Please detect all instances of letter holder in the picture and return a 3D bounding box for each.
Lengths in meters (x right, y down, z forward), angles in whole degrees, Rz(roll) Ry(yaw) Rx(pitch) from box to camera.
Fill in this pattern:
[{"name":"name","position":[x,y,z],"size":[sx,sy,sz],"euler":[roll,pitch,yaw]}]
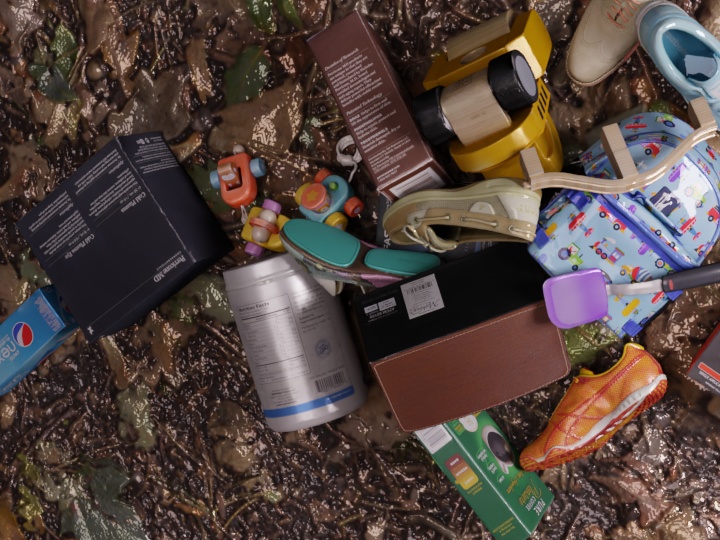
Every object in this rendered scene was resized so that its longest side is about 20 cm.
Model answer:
[{"name":"letter holder","position":[0.111,0.074,1.281],"size":[0.199,0.101,0.143],"euler":[-20,134,4]}]

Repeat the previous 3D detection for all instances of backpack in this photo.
[{"name":"backpack","position":[0.289,-0.055,1.236],"size":[0.200,0.135,0.183],"euler":[-42,95,17]}]

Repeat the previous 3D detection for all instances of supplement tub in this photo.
[{"name":"supplement tub","position":[-0.076,0.079,1.419],"size":[0.131,0.132,0.202],"euler":[-15,93,24]}]

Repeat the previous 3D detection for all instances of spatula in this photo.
[{"name":"spatula","position":[0.281,0.016,1.174],"size":[0.198,0.021,0.057],"euler":[-10,106,9]}]

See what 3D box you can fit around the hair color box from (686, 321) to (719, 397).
[{"name":"hair color box","position":[0.439,0.052,1.240],"size":[0.101,0.061,0.201],"euler":[34,110,13]}]

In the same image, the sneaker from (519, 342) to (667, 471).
[{"name":"sneaker","position":[0.255,0.157,1.343],"size":[0.200,0.073,0.077],"euler":[-42,61,20]}]

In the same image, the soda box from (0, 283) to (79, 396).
[{"name":"soda box","position":[-0.457,0.098,1.613],"size":[0.200,0.068,0.064],"euler":[-38,86,24]}]

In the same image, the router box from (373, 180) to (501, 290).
[{"name":"router box","position":[0.094,-0.004,1.370],"size":[0.149,0.062,0.202],"euler":[8,103,22]}]

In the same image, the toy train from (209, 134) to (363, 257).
[{"name":"toy train","position":[-0.094,-0.099,1.408],"size":[0.199,0.056,0.151],"euler":[-11,71,21]}]

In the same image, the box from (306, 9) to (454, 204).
[{"name":"box","position":[0.022,-0.174,1.310],"size":[0.075,0.100,0.201],"euler":[-27,70,12]}]

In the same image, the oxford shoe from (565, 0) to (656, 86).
[{"name":"oxford shoe","position":[0.274,-0.280,1.236],"size":[0.071,0.074,0.201],"euler":[37,111,12]}]

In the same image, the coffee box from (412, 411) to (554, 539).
[{"name":"coffee box","position":[0.133,0.213,1.364],"size":[0.044,0.123,0.200],"euler":[-41,85,22]}]

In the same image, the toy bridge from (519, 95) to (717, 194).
[{"name":"toy bridge","position":[0.253,-0.110,1.167],"size":[0.198,0.027,0.068],"euler":[-17,64,0]}]

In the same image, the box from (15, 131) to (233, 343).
[{"name":"box","position":[-0.297,-0.042,1.501],"size":[0.199,0.104,0.183],"euler":[-34,85,24]}]

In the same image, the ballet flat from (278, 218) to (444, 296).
[{"name":"ballet flat","position":[0.000,0.000,1.338],"size":[0.198,0.069,0.072],"euler":[14,131,13]}]

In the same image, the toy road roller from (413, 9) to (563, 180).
[{"name":"toy road roller","position":[0.149,-0.170,1.262],"size":[0.122,0.200,0.146],"euler":[-22,116,27]}]

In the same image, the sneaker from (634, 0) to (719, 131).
[{"name":"sneaker","position":[0.353,-0.185,1.192],"size":[0.199,0.082,0.074],"euler":[35,114,-11]}]

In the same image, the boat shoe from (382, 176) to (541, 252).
[{"name":"boat shoe","position":[0.101,-0.047,1.254],"size":[0.200,0.073,0.064],"euler":[-9,66,39]}]
